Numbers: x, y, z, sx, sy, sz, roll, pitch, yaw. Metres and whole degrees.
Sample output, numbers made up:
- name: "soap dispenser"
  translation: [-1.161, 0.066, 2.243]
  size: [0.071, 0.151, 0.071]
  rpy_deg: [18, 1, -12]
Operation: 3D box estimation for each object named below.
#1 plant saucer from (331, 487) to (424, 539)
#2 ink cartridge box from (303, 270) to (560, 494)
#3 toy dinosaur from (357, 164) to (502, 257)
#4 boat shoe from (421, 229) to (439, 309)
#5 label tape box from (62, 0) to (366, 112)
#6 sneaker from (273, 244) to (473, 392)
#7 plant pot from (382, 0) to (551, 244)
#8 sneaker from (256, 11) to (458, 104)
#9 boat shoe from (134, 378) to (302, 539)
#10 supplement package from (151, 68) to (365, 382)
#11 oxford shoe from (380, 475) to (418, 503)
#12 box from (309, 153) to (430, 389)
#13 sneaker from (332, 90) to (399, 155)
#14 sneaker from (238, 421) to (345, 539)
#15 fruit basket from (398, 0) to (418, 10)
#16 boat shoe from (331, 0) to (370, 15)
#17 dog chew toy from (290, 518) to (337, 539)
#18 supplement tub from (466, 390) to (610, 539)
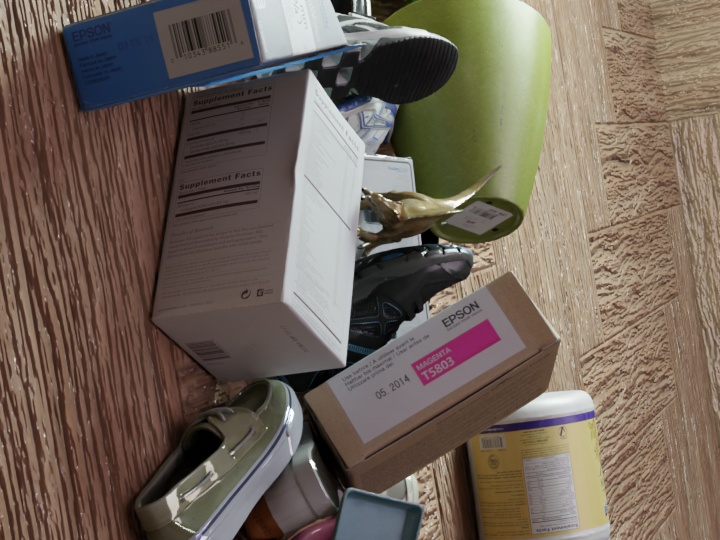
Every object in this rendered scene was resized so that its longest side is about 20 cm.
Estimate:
- name: "plant saucer"
  translation: [-0.008, 0.261, 1.120]
  size: [0.070, 0.019, 0.201]
  rpy_deg: [17, 84, -28]
- name: "ink cartridge box"
  translation: [0.059, 0.101, 1.269]
  size: [0.075, 0.199, 0.165]
  rpy_deg: [58, -8, 18]
- name: "toy dinosaur"
  translation: [0.045, -0.047, 1.299]
  size: [0.200, 0.101, 0.059]
  rpy_deg: [-17, 99, -58]
- name: "boat shoe"
  translation: [0.033, 0.024, 1.479]
  size: [0.074, 0.063, 0.202]
  rpy_deg: [64, 29, -41]
- name: "label tape box"
  translation: [-0.099, -0.168, 1.111]
  size: [0.200, 0.143, 0.064]
  rpy_deg: [-32, 109, -67]
- name: "sneaker"
  translation: [0.007, 0.034, 1.274]
  size: [0.073, 0.199, 0.082]
  rpy_deg: [5, -66, 71]
- name: "plant pot"
  translation: [0.105, -0.136, 1.517]
  size: [0.187, 0.186, 0.201]
  rpy_deg: [46, 35, -55]
- name: "sneaker"
  translation: [-0.008, -0.193, 1.331]
  size: [0.199, 0.074, 0.089]
  rpy_deg: [-3, 43, -33]
- name: "boat shoe"
  translation: [-0.097, 0.132, 1.107]
  size: [0.062, 0.072, 0.200]
  rpy_deg: [63, 29, -22]
- name: "supplement package"
  translation: [-0.073, -0.033, 1.171]
  size: [0.114, 0.109, 0.201]
  rpy_deg: [50, 38, -52]
- name: "oxford shoe"
  translation: [0.008, 0.268, 1.341]
  size: [0.057, 0.075, 0.201]
  rpy_deg: [12, 74, -23]
- name: "box"
  translation: [0.000, 0.000, 1.363]
  size: [0.116, 0.060, 0.201]
  rpy_deg: [-2, 83, -49]
- name: "sneaker"
  translation: [-0.011, -0.131, 1.410]
  size: [0.200, 0.075, 0.089]
  rpy_deg: [-35, 131, -57]
- name: "sneaker"
  translation: [-0.061, 0.169, 1.207]
  size: [0.073, 0.084, 0.200]
  rpy_deg: [61, 1, 4]
- name: "fruit basket"
  translation: [0.080, -0.310, 1.663]
  size: [0.216, 0.155, 0.216]
  rpy_deg: [-60, 179, -2]
- name: "boat shoe"
  translation: [-0.038, -0.276, 1.394]
  size: [0.066, 0.074, 0.201]
  rpy_deg: [30, 55, -60]
- name: "dog chew toy"
  translation: [-0.006, 0.299, 1.214]
  size: [0.125, 0.124, 0.201]
  rpy_deg: [-49, 135, -62]
- name: "supplement tub"
  translation: [0.194, 0.238, 1.683]
  size: [0.145, 0.145, 0.201]
  rpy_deg: [-2, 84, -68]
